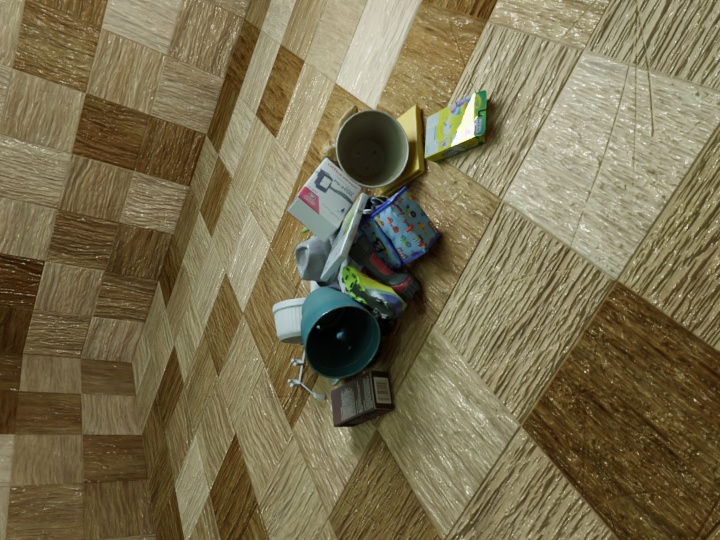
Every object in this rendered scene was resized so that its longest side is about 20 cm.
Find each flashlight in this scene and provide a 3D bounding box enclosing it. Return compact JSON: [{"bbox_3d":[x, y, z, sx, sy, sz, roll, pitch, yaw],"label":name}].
[{"bbox_3d":[0.061,-0.007,1.357,0.068,0.200,0.068,-38,10,51],"label":"flashlight"}]

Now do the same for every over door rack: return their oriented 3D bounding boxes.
[{"bbox_3d":[-0.173,0.309,1.713,0.198,0.065,0.152,8,88,56],"label":"over door rack"}]

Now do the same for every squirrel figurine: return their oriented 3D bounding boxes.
[{"bbox_3d":[-0.049,-0.399,1.647,0.199,0.142,0.187,-42,20,9],"label":"squirrel figurine"}]

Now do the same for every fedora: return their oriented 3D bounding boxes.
[{"bbox_3d":[-0.140,-0.037,1.605,0.200,0.088,0.181,-43,58,58],"label":"fedora"}]

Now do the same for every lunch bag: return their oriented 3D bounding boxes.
[{"bbox_3d":[0.080,-0.091,1.377,0.152,0.094,0.199,51,138,-7],"label":"lunch bag"}]

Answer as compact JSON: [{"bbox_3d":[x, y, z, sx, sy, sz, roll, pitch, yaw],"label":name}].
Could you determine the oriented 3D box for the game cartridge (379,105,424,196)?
[{"bbox_3d":[0.114,-0.336,1.523,0.175,0.032,0.205,-25,58,50],"label":"game cartridge"}]

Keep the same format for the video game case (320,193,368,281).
[{"bbox_3d":[-0.044,-0.082,1.406,0.200,0.022,0.186,134,157,-65],"label":"video game case"}]

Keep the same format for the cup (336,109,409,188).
[{"bbox_3d":[0.026,-0.321,1.481,0.143,0.195,0.206,-172,94,-84],"label":"cup"}]

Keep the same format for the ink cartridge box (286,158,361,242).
[{"bbox_3d":[-0.101,-0.206,1.549,0.084,0.144,0.202,-40,16,45],"label":"ink cartridge box"}]

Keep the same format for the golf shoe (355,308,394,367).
[{"bbox_3d":[0.023,0.180,1.470,0.202,0.077,0.095,-58,32,14],"label":"golf shoe"}]

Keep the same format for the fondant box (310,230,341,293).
[{"bbox_3d":[-0.101,-0.031,1.717,0.143,0.057,0.205,-26,61,49],"label":"fondant box"}]

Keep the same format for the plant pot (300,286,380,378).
[{"bbox_3d":[-0.072,0.142,1.393,0.204,0.196,0.188,-68,27,14],"label":"plant pot"}]

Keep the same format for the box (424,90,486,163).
[{"bbox_3d":[0.242,-0.354,1.325,0.198,0.047,0.121,-12,70,56],"label":"box"}]

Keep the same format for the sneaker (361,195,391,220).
[{"bbox_3d":[0.046,-0.117,1.466,0.079,0.127,0.205,-22,63,51],"label":"sneaker"}]

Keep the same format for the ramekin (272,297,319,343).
[{"bbox_3d":[-0.169,0.158,1.640,0.199,0.197,0.108,-24,65,49],"label":"ramekin"}]

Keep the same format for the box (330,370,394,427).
[{"bbox_3d":[0.002,0.350,1.444,0.199,0.074,0.102,-35,54,43],"label":"box"}]

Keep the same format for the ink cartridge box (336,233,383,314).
[{"bbox_3d":[0.000,0.000,1.520,0.146,0.082,0.203,-62,37,40],"label":"ink cartridge box"}]

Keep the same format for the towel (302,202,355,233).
[{"bbox_3d":[-0.092,-0.165,1.698,0.198,0.143,0.023,-5,119,53],"label":"towel"}]

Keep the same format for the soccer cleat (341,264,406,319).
[{"bbox_3d":[0.031,0.052,1.333,0.199,0.083,0.066,38,126,31],"label":"soccer cleat"}]

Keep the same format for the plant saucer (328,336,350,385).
[{"bbox_3d":[-0.072,0.225,1.547,0.200,0.049,0.205,-165,89,-79],"label":"plant saucer"}]
